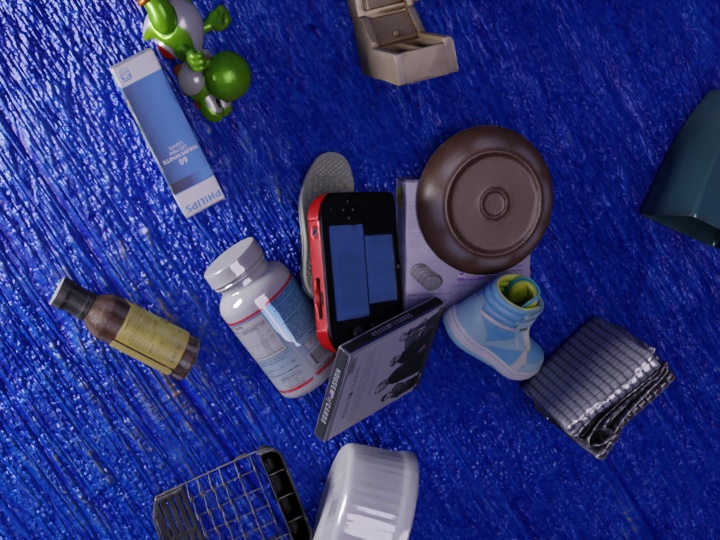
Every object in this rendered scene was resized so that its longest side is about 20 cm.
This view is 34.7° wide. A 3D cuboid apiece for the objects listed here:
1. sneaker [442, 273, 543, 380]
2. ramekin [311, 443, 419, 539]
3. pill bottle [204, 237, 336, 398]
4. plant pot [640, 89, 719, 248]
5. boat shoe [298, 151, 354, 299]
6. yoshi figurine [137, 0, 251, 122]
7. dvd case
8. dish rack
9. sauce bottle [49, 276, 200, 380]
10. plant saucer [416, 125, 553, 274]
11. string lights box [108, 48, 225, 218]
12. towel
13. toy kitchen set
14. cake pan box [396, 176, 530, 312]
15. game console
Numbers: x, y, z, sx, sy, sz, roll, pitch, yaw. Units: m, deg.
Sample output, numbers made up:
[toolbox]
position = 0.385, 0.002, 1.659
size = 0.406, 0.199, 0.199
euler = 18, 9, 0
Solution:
[sneaker]
position = 0.219, 0.075, 1.575
size = 0.130, 0.080, 0.199
euler = -39, 138, 26
[ramekin]
position = 0.001, 0.332, 1.555
size = 0.096, 0.201, 0.204
euler = 16, 96, -8
[pill bottle]
position = -0.115, 0.061, 1.517
size = 0.108, 0.109, 0.201
euler = -36, 106, -5
[plant pot]
position = 0.516, -0.147, 1.625
size = 0.139, 0.141, 0.203
euler = 20, 88, -17
[boat shoe]
position = -0.049, -0.057, 1.530
size = 0.073, 0.062, 0.204
euler = 5, 79, -8
[yoshi figurine]
position = -0.198, -0.287, 1.435
size = 0.111, 0.112, 0.202
euler = -31, 109, -13
[dvd case]
position = 0.027, 0.129, 1.523
size = 0.199, 0.025, 0.152
euler = -24, 140, -44
[dish rack]
position = -0.180, 0.339, 1.582
size = 0.197, 0.055, 0.156
euler = -22, 104, -9
[sauce bottle]
position = -0.305, 0.072, 1.496
size = 0.198, 0.065, 0.065
euler = 31, 92, -18
[plant saucer]
position = 0.174, -0.092, 1.549
size = 0.197, 0.037, 0.204
euler = -3, 100, -15
[string lights box]
position = -0.242, -0.174, 1.445
size = 0.058, 0.103, 0.202
euler = -27, 105, -8
[towel]
position = 0.329, 0.160, 1.599
size = 0.165, 0.200, 0.086
euler = -40, 108, -2
[toy kitchen set]
position = 0.080, -0.357, 1.449
size = 0.161, 0.180, 0.203
euler = -16, 108, -11
[cake pan box]
position = 0.147, -0.040, 1.595
size = 0.196, 0.052, 0.188
euler = -4, 103, -13
[game console]
position = 0.000, 0.000, 1.499
size = 0.175, 0.031, 0.204
euler = -6, 92, -50
